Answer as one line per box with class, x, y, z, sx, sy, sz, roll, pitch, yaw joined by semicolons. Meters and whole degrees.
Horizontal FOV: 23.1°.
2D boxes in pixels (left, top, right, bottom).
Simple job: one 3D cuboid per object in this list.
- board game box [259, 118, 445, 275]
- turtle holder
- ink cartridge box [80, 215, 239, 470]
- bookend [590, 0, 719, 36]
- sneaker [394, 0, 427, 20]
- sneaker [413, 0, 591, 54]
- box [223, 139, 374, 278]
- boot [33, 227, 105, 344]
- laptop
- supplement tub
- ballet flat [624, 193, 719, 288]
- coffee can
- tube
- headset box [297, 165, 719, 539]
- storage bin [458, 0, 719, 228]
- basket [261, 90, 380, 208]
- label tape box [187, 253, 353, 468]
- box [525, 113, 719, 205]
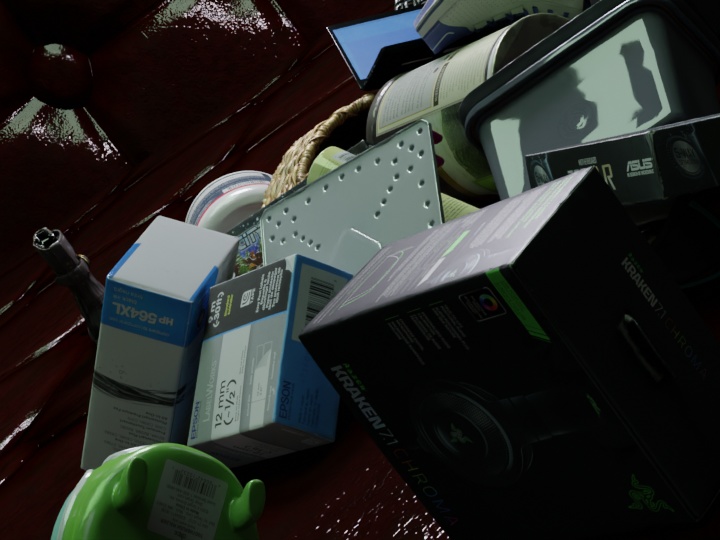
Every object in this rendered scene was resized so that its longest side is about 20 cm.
board game box;0.000;0.000;1.485;0.200;0.026;0.200;-28;54;34
turtle holder;-0.144;0.213;1.196;0.141;0.186;0.132;-8;-6;-35
ink cartridge box;-0.180;0.075;1.581;0.146;0.084;0.200;-62;-13;-64
bookend;0.268;-0.229;1.656;0.199;0.092;0.200;-46;17;-25
sneaker;0.084;-0.225;1.931;0.076;0.200;0.091;-15;-16;-13
sneaker;0.150;-0.256;1.630;0.199;0.115;0.081;-43;10;14
box;-0.041;-0.009;1.635;0.200;0.137;0.038;-33;-21;20
boot;-0.365;0.014;2.312;0.069;0.174;0.200;-41;14;-13
laptop;0.075;-0.254;1.795;0.177;0.103;0.200;-16;-9;-12
supplement tub;-0.116;-0.032;1.891;0.140;0.140;0.200;-38;13;-1
ballet flat;0.165;-0.003;1.212;0.200;0.068;0.068;-28;18;37
coffee can;0.119;-0.139;1.618;0.146;0.146;0.200;-46;15;-31
tube;0.044;-0.049;1.544;0.052;0.200;0.058;11;-78;-61
headset box;0.096;0.056;0.964;0.200;0.174;0.093;-19;22;50
storage bin;0.191;-0.095;1.351;0.200;0.146;0.134;-32;41;25
basket;0.015;-0.096;1.757;0.149;0.143;0.200;-21;21;53
label tape box;-0.093;0.081;1.466;0.200;0.066;0.143;-19;58;50
box;0.234;-0.080;1.166;0.200;0.044;0.160;-13;3;-22
